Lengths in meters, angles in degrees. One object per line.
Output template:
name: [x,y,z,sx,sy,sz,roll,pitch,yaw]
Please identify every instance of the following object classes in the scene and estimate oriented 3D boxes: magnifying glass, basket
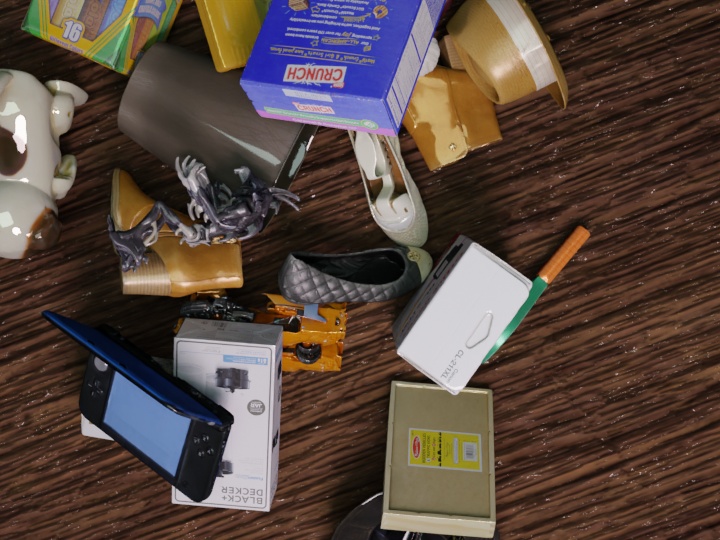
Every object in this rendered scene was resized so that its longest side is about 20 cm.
magnifying glass: [0.200,0.028,1.422,0.022,0.080,0.201,39,83,1]
basket: [-0.162,-0.167,1.378,0.198,0.136,0.182,27,86,2]

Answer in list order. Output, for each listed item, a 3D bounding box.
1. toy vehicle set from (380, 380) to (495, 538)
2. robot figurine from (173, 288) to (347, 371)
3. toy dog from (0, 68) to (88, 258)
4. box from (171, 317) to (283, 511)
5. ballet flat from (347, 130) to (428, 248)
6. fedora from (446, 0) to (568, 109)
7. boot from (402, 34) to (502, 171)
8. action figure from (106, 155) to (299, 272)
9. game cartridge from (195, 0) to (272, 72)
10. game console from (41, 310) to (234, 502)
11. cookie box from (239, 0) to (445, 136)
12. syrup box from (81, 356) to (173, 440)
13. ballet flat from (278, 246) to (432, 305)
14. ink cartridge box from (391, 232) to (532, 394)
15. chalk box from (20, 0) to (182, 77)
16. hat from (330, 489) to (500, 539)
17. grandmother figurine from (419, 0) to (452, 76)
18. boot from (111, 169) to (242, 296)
toy vehicle set: [0.090,0.210,1.378,0.123,0.201,0.027,5,130,1]
robot figurine: [-0.116,0.069,1.402,0.197,0.146,0.059,7,58,-1]
toy dog: [-0.380,-0.114,1.356,0.138,0.194,0.203,2,88,-12]
box: [-0.147,0.161,1.341,0.115,0.060,0.203,5,109,2]
ballet flat: [0.024,-0.103,1.384,0.067,0.062,0.202,-9,116,25]
fedora: [0.152,-0.248,1.337,0.081,0.201,0.202,-31,93,3]
boot: [0.058,-0.184,1.399,0.199,0.071,0.146,-15,88,-5]
action figure: [-0.168,-0.070,1.271,0.198,0.119,0.103,-19,85,-9]
game cartridge: [-0.096,-0.330,1.365,0.198,0.032,0.178,-19,94,-30]
game console: [-0.244,0.144,1.265,0.199,0.118,0.172,32,119,24]
cookie box: [-0.014,-0.254,1.283,0.169,0.075,0.202,12,68,23]
syrup box: [-0.219,0.157,1.418,0.197,0.079,0.082,9,108,0]
ballet flat: [0.000,0.000,1.376,0.198,0.067,0.057,-9,137,-29]
ink cartridge box: [0.108,0.042,1.353,0.082,0.200,0.146,35,93,-2]
chalk box: [-0.269,-0.332,1.359,0.123,0.124,0.202,25,95,9]
hat: [0.065,0.311,1.427,0.198,0.081,0.203,1,117,2]
grandmother figurine: [0.064,-0.314,1.361,0.120,0.060,0.203,-13,70,42]
boot: [-0.209,-0.044,1.382,0.142,0.202,0.071,-4,134,-16]
